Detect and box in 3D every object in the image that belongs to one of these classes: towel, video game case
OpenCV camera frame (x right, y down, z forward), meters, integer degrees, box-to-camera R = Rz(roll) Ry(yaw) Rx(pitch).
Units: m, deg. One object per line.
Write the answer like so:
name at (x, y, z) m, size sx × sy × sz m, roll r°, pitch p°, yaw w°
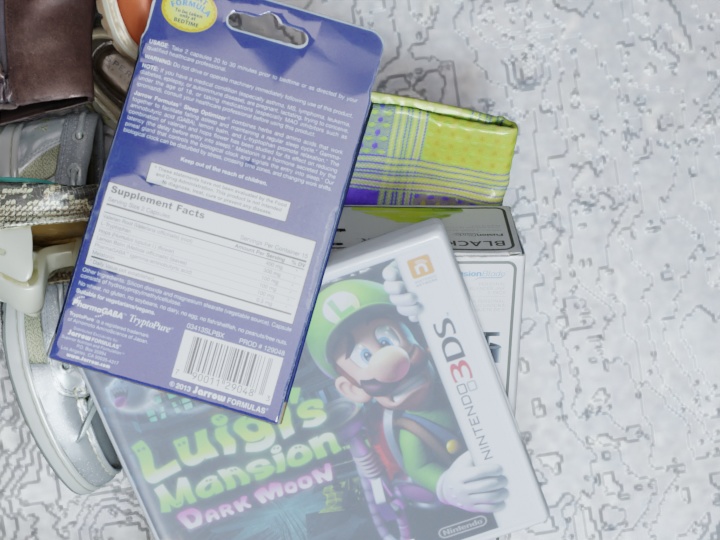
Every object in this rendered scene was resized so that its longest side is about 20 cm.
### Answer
towel at (0.000, 0.000, 1.558) m, size 0.143 × 0.023 × 0.201 m, roll 9°, pitch 116°, yaw -9°
video game case at (-0.023, 0.083, 1.505) m, size 0.199 × 0.023 × 0.182 m, roll -18°, pitch 116°, yaw 6°

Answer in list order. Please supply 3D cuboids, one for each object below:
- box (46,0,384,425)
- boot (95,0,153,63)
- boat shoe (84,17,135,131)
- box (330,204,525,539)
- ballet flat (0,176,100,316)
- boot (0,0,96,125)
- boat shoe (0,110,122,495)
box at (-0.069, -0.036, 1.443) m, size 0.121 × 0.032 × 0.201 m, roll 16°, pitch 88°, yaw 2°
boot at (-0.068, -0.196, 1.458) m, size 0.075 × 0.107 × 0.201 m, roll 17°, pitch 91°, yaw -38°
boat shoe at (-0.073, -0.066, 1.563) m, size 0.200 × 0.065 × 0.072 m, roll 37°, pitch 90°, yaw -6°
box at (0.023, 0.066, 1.547) m, size 0.116 × 0.060 × 0.201 m, roll -1°, pitch 117°, yaw -4°
ballet flat at (-0.140, -0.012, 1.486) m, size 0.199 × 0.068 × 0.076 m, roll -4°, pitch 53°, yaw -4°
boot at (-0.148, -0.165, 1.527) m, size 0.199 × 0.072 × 0.167 m, roll -13°, pitch 73°, yaw 10°
boat shoe at (-0.153, 0.018, 1.555) m, size 0.064 × 0.074 × 0.203 m, roll -10°, pitch 88°, yaw 13°
